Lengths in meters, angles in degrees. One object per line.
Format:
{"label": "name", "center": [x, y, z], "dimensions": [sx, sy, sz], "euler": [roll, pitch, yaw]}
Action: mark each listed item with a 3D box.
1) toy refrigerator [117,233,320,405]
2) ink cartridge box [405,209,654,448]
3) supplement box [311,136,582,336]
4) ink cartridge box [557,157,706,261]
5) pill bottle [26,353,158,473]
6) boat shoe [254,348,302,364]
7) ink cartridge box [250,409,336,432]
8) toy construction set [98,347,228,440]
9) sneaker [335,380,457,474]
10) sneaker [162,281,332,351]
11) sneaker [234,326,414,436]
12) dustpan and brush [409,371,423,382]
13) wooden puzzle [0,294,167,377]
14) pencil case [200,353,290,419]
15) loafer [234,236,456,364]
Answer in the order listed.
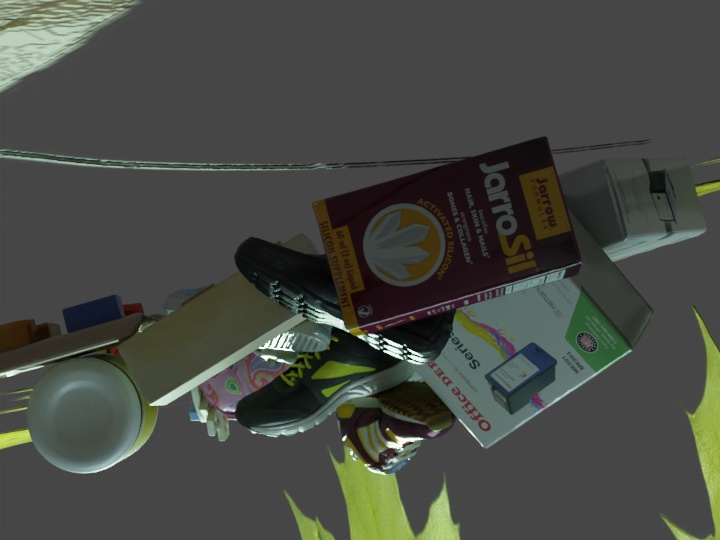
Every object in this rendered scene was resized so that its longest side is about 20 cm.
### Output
{"label": "toy refrigerator", "center": [-0.120, 0.044, 1.565], "dimensions": [0.199, 0.070, 0.076], "euler": [-31, 174, 2]}
{"label": "ink cartridge box", "center": [0.151, 0.053, 1.603], "dimensions": [0.200, 0.145, 0.088], "euler": [-37, -174, 36]}
{"label": "supplement box", "center": [0.072, -0.026, 1.391], "dimensions": [0.199, 0.111, 0.086], "euler": [-16, 174, 3]}
{"label": "ink cartridge box", "center": [0.235, -0.053, 1.690], "dimensions": [0.146, 0.086, 0.200], "euler": [-19, 175, 33]}
{"label": "pill bottle", "center": [-0.264, 0.140, 1.713], "dimensions": [0.111, 0.113, 0.200], "euler": [-15, 178, 1]}
{"label": "boat shoe", "center": [-0.110, 0.057, 1.788], "dimensions": [0.086, 0.075, 0.202], "euler": [5, -167, -17]}
{"label": "ink cartridge box", "center": [-0.067, 0.099, 2.007], "dimensions": [0.199, 0.163, 0.057], "euler": [-16, 137, -18]}
{"label": "toy construction set", "center": [-0.241, 0.142, 1.929], "dimensions": [0.198, 0.132, 0.092], "euler": [-1, 175, -5]}
{"label": "sneaker", "center": [0.041, 0.163, 1.713], "dimensions": [0.075, 0.091, 0.200], "euler": [-16, -170, -24]}
{"label": "sneaker", "center": [-0.103, 0.029, 1.674], "dimensions": [0.199, 0.082, 0.074], "euler": [8, 157, 30]}
{"label": "sneaker", "center": [-0.040, 0.092, 1.678], "dimensions": [0.199, 0.085, 0.074], "euler": [-24, -150, -23]}
{"label": "dustpan and brush", "center": [0.089, 0.091, 1.739], "dimensions": [0.199, 0.140, 0.057], "euler": [-12, -154, 31]}
{"label": "wooden puzzle", "center": [-0.288, 0.063, 1.649], "dimensions": [0.184, 0.047, 0.200], "euler": [-15, 179, 2]}
{"label": "pencil case", "center": [-0.091, 0.087, 1.919], "dimensions": [0.200, 0.088, 0.087], "euler": [-35, -173, -36]}
{"label": "loafer", "center": [-0.012, 0.014, 1.473], "dimensions": [0.199, 0.071, 0.068], "euler": [23, 162, 5]}
